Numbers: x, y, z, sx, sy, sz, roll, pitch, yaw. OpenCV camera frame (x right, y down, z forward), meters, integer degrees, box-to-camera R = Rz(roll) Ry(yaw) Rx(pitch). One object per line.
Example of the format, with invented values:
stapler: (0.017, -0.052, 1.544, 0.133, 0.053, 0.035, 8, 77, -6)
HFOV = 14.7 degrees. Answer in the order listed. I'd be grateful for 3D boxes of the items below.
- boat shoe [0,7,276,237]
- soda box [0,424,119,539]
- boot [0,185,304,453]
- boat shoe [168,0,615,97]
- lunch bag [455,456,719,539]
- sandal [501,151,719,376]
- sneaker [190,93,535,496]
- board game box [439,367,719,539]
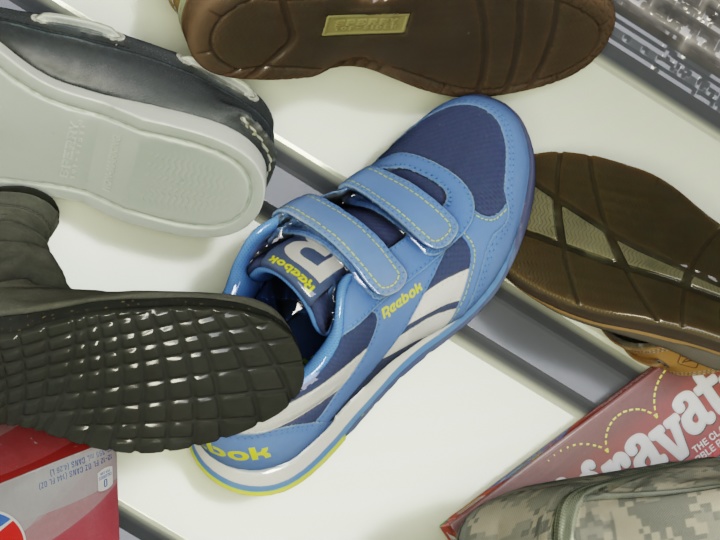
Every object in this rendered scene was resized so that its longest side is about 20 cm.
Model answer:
boat shoe: (-0.131, -0.071, 1.138, 0.199, 0.076, 0.060, 22, 36, -10)
soda box: (-0.190, 0.107, 1.054, 0.199, 0.070, 0.064, -21, 125, -33)
boot: (-0.124, 0.007, 1.083, 0.199, 0.131, 0.068, -4, 127, -2)
boat shoe: (0.013, -0.124, 1.175, 0.199, 0.072, 0.076, 3, 40, -28)
lunch bag: (0.149, 0.168, 1.082, 0.139, 0.167, 0.201, -5, 83, -45)
sandal: (0.143, 0.012, 1.188, 0.199, 0.055, 0.082, 17, 53, 3)
sneaker: (0.000, 0.000, 1.138, 0.074, 0.082, 0.200, 30, 72, 28)
board game box: (0.142, 0.093, 1.202, 0.200, 0.019, 0.103, -36, 91, -15)
